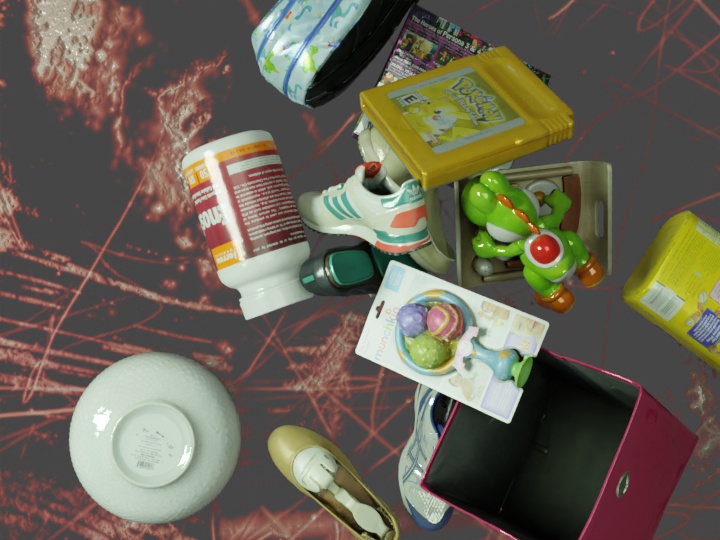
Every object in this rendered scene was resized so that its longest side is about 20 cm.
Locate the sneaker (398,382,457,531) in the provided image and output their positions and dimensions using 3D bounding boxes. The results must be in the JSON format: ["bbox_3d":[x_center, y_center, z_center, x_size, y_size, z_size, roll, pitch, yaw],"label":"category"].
[{"bbox_3d":[0.092,0.214,1.130,0.075,0.088,0.202,4,88,-10],"label":"sneaker"}]

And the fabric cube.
[{"bbox_3d":[0.225,0.212,1.054,0.199,0.199,0.197,35,79,-48],"label":"fabric cube"}]

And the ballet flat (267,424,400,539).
[{"bbox_3d":[-0.026,0.256,1.122,0.200,0.063,0.069,40,82,-4],"label":"ballet flat"}]

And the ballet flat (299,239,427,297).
[{"bbox_3d":[0.000,0.000,1.116,0.199,0.073,0.074,-6,87,-53],"label":"ballet flat"}]

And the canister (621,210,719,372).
[{"bbox_3d":[0.448,0.038,1.194,0.199,0.087,0.149,36,82,-4],"label":"canister"}]

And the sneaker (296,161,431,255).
[{"bbox_3d":[0.001,-0.085,1.085,0.070,0.199,0.094,-23,120,-37],"label":"sneaker"}]

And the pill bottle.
[{"bbox_3d":[-0.125,-0.051,1.098,0.112,0.113,0.201,-19,89,-9],"label":"pill bottle"}]

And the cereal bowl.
[{"bbox_3d":[-0.235,0.194,1.085,0.198,0.083,0.202,1,86,-9],"label":"cereal bowl"}]

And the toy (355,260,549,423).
[{"bbox_3d":[0.090,0.072,1.025,0.199,0.047,0.116,22,90,24],"label":"toy"}]

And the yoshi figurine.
[{"bbox_3d":[0.188,-0.047,1.098,0.200,0.112,0.113,44,51,-27],"label":"yoshi figurine"}]

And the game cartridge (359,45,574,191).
[{"bbox_3d":[0.122,-0.182,1.088,0.199,0.033,0.177,-22,48,-13],"label":"game cartridge"}]

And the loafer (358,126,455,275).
[{"bbox_3d":[0.067,-0.087,1.129,0.068,0.076,0.201,-25,104,19],"label":"loafer"}]

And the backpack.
[{"bbox_3d":[-0.033,-0.287,1.114,0.153,0.163,0.201,25,90,2],"label":"backpack"}]

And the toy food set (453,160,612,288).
[{"bbox_3d":[0.209,-0.051,1.154,0.198,0.060,0.145,-7,107,-10],"label":"toy food set"}]

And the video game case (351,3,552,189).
[{"bbox_3d":[0.114,-0.205,1.181,0.199,0.036,0.182,25,85,-6],"label":"video game case"}]
